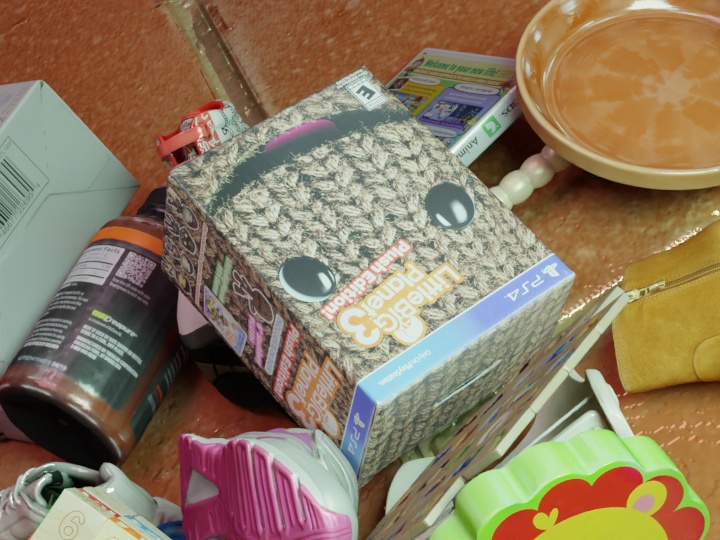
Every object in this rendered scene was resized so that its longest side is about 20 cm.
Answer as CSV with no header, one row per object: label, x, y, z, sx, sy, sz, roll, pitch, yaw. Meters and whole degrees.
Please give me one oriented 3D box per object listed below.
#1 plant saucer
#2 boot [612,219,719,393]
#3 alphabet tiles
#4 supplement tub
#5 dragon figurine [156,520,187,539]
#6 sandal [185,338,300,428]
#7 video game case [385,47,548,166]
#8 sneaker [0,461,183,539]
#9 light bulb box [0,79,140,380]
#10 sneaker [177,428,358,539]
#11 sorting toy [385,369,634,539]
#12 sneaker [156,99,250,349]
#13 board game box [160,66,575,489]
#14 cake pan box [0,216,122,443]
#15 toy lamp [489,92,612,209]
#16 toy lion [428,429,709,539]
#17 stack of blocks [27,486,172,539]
plant saucer,0.201,-0.125,1.166,0.199,0.032,0.201,-2,49,3
boot,0.216,0.047,1.007,0.143,0.071,0.202,-25,35,23
alphabet tiles,0.064,0.086,0.921,0.200,0.006,0.166,-45,-1,-40
supplement tub,-0.168,0.036,1.272,0.107,0.107,0.201,3,51,39
dragon figurine,-0.107,0.196,1.094,0.199,0.059,0.100,15,58,40
sandal,-0.041,0.061,1.177,0.057,0.080,0.200,-40,35,-28
video game case,0.029,-0.090,1.278,0.182,0.022,0.200,-44,22,-9
sneaker,-0.215,0.164,1.196,0.199,0.081,0.075,-10,46,32
light bulb box,-0.309,-0.028,1.337,0.199,0.125,0.199,-1,49,45
sneaker,-0.038,0.125,1.004,0.088,0.082,0.200,-5,7,-22
sorting toy,0.079,0.126,1.004,0.200,0.107,0.180,-40,23,13
sneaker,-0.109,-0.039,1.219,0.067,0.108,0.202,-24,25,27
board game box,0.000,0.000,1.083,0.159,0.097,0.200,-32,65,-27
cake pan box,-0.263,0.041,1.385,0.183,0.052,0.201,2,51,42
toy lamp,0.102,-0.052,1.198,0.200,0.058,0.058,-40,38,0
toy lion,0.087,0.174,0.861,0.200,0.192,0.069,-36,37,0
stack of blocks,-0.090,0.200,0.972,0.059,0.200,0.115,-54,-5,-5
